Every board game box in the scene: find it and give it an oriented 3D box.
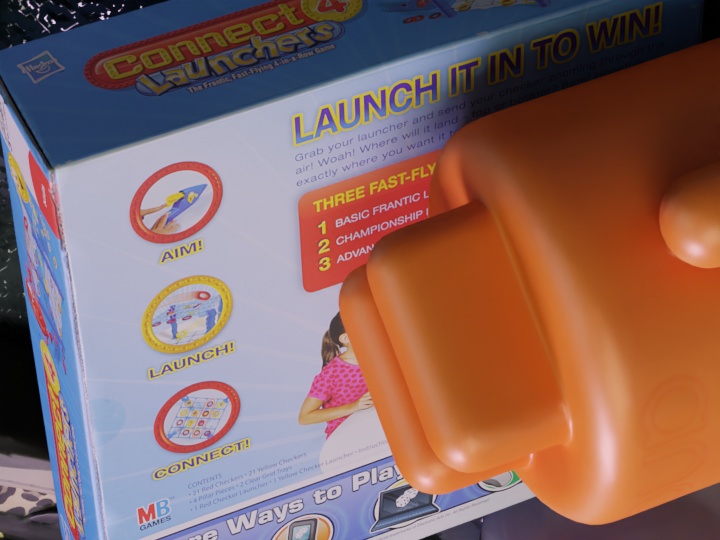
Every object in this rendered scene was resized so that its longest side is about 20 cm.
[{"bbox_3d":[0.000,0.000,0.788,0.199,0.056,0.196,-18,135,-17],"label":"board game box"}]

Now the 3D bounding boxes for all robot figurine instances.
[{"bbox_3d":[0.096,-0.003,0.719,0.199,0.117,0.144,-19,133,-15],"label":"robot figurine"}]

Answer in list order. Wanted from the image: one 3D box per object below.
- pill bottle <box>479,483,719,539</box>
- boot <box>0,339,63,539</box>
[{"bbox_3d":[0.089,0.159,0.947,0.110,0.111,0.201,1,133,-5],"label":"pill bottle"},{"bbox_3d":[-0.166,0.084,0.886,0.199,0.073,0.151,10,131,-21],"label":"boot"}]
